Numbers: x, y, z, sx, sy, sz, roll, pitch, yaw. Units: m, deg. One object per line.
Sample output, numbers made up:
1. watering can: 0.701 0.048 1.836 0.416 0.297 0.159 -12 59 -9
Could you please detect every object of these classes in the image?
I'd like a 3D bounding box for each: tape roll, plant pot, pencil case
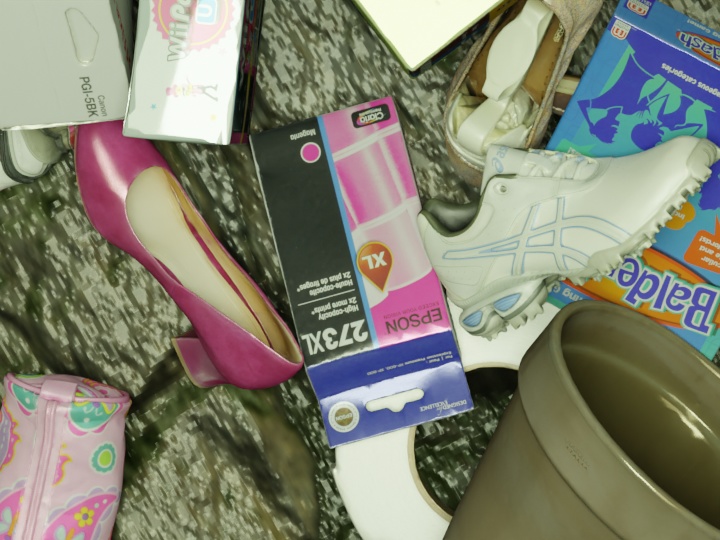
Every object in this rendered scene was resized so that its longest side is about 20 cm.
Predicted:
1. tape roll: 0.082 0.109 1.515 0.202 0.037 0.204 0 93 0
2. plant pot: 0.139 0.147 1.412 0.200 0.200 0.174 39 114 -1
3. pencil case: -0.197 0.164 1.497 0.087 0.087 0.201 12 92 0

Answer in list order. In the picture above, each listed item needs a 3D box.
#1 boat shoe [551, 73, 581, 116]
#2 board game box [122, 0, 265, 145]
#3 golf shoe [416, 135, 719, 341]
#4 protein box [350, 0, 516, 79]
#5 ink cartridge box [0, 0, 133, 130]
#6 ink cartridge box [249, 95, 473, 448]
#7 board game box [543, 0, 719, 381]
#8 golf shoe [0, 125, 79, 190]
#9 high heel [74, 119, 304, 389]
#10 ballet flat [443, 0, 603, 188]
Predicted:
1. boat shoe: 0.193 -0.060 1.491 0.199 0.072 0.072 24 95 -5
2. board game box: -0.092 -0.147 1.422 0.064 0.200 0.148 6 93 2
3. golf shoe: 0.114 -0.039 1.405 0.200 0.078 0.097 -32 99 33
4. protein box: 0.046 -0.241 1.283 0.200 0.135 0.199 -38 91 3
5. ink cartridge box: -0.182 -0.203 1.401 0.082 0.147 0.201 -6 49 1
6. ink cartridge box: 0.000 0.000 1.487 0.094 0.037 0.201 -15 79 4
7. board game box: 0.182 -0.049 1.443 0.152 0.045 0.201 27 126 3
8. golf shoe: -0.254 -0.141 1.488 0.092 0.073 0.200 -34 92 3
9. high heel: -0.103 -0.017 1.469 0.067 0.096 0.201 -29 102 -40
10. ballet flat: 0.084 -0.110 1.437 0.068 0.067 0.200 29 135 9
